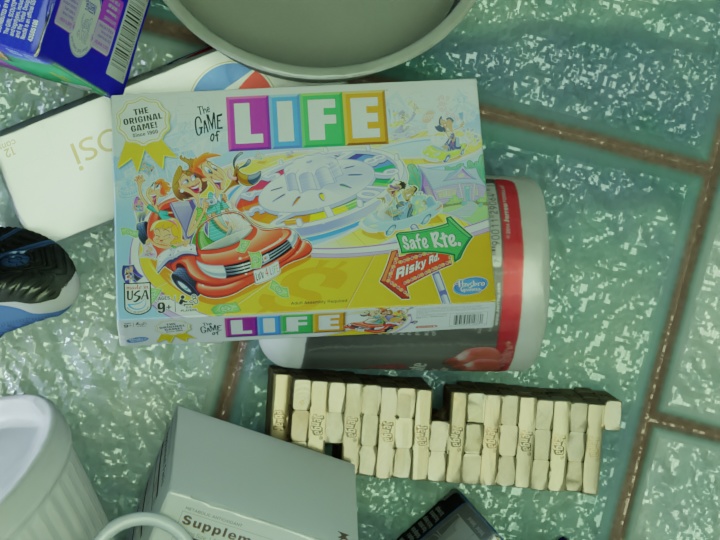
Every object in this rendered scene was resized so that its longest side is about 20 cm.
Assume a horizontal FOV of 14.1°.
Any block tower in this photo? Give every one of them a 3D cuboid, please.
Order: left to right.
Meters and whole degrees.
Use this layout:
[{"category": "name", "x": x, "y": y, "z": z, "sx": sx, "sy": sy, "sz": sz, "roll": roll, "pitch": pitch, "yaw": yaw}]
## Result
[{"category": "block tower", "x": 0.046, "y": 0.091, "z": 1.666, "sx": 0.198, "sy": 0.054, "sz": 0.058, "roll": 3, "pitch": 96, "yaw": -7}]

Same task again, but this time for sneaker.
[{"category": "sneaker", "x": -0.235, "y": 0.031, "z": 1.598, "sx": 0.199, "sy": 0.076, "sz": 0.077, "roll": -12, "pitch": 111, "yaw": 27}]

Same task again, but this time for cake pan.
[{"category": "cake pan", "x": -0.025, "y": -0.187, "z": 1.599, "sx": 0.199, "sy": 0.037, "sz": 0.202, "roll": 2, "pitch": 66, "yaw": -4}]

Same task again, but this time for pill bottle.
[{"category": "pill bottle", "x": 0.000, "y": 0.000, "z": 1.622, "sx": 0.198, "sy": 0.111, "sz": 0.112, "roll": 1, "pitch": 95, "yaw": -7}]

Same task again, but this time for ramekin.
[{"category": "ramekin", "x": -0.222, "y": 0.165, "z": 1.574, "sx": 0.202, "sy": 0.202, "sz": 0.094, "roll": -36, "pitch": 109, "yaw": -2}]

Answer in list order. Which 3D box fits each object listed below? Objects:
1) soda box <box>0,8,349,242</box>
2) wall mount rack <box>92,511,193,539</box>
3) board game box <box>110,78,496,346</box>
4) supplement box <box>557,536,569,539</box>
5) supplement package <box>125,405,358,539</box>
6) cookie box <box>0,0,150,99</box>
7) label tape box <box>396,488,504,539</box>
[{"category": "soda box", "x": -0.104, "y": -0.080, "z": 1.626, "sx": 0.199, "sy": 0.064, "sz": 0.068, "roll": -22, "pitch": 98, "yaw": -5}, {"category": "wall mount rack", "x": -0.101, "y": 0.233, "z": 1.493, "sx": 0.173, "sy": 0.075, "sz": 0.201, "roll": 16, "pitch": 92, "yaw": -12}, {"category": "board game box", "x": -0.032, "y": -0.032, "z": 1.552, "sx": 0.198, "sy": 0.034, "sz": 0.135, "roll": -3, "pitch": 64, "yaw": -3}, {"category": "supplement box", "x": 0.087, "y": 0.263, "z": 1.663, "sx": 0.200, "sy": 0.103, "sz": 0.101, "roll": -43, "pitch": 100, "yaw": -3}, {"category": "supplement package", "x": -0.085, "y": 0.197, "z": 1.605, "sx": 0.113, "sy": 0.110, "sz": 0.201, "roll": 19, "pitch": 110, "yaw": -9}, {"category": "cookie box", "x": -0.227, "y": -0.159, "z": 1.524, "sx": 0.199, "sy": 0.171, "sz": 0.076, "roll": 17, "pitch": 88, "yaw": 11}, {"category": "label tape box", "x": 0.009, "y": 0.220, "z": 1.627, "sx": 0.200, "sy": 0.144, "sz": 0.063, "roll": -41, "pitch": 99, "yaw": -2}]
